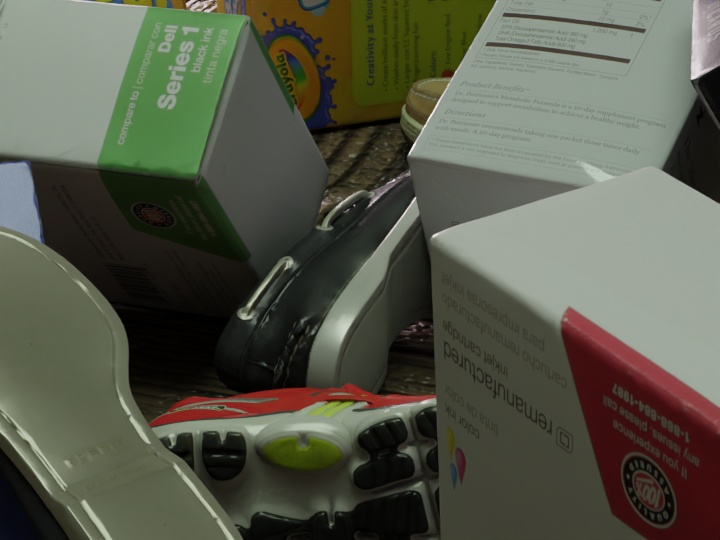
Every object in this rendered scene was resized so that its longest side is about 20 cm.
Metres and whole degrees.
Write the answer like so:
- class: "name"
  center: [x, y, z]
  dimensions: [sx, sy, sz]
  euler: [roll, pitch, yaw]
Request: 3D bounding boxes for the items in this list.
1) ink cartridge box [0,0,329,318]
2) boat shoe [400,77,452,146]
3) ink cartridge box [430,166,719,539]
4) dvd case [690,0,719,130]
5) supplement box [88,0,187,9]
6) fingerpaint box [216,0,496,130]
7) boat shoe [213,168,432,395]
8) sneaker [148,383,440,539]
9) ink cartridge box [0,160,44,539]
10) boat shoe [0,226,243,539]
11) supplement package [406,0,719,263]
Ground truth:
- class: "ink cartridge box"
  center: [-0.131, -0.052, 1.064]
  dimensions: [0.198, 0.146, 0.085]
  euler: [8, 67, 18]
- class: "boat shoe"
  center: [0.107, -0.081, 1.214]
  dimensions: [0.199, 0.077, 0.072]
  euler: [15, 29, 31]
- class: "ink cartridge box"
  center: [0.092, 0.092, 0.690]
  dimensions: [0.085, 0.202, 0.147]
  euler: [-15, 28, -27]
- class: "dvd case"
  center: [0.188, -0.024, 0.962]
  dimensions: [0.025, 0.201, 0.151]
  euler: [-28, 18, 19]
- class: "supplement box"
  center: [-0.138, -0.128, 1.262]
  dimensions: [0.066, 0.069, 0.200]
  euler: [-8, 6, -15]
- class: "fingerpaint box"
  center: [0.007, -0.187, 1.299]
  dimensions: [0.165, 0.202, 0.073]
  euler: [-10, 25, -17]
- class: "boat shoe"
  center: [0.000, 0.000, 1.055]
  dimensions: [0.060, 0.074, 0.200]
  euler: [13, 36, 18]
- class: "sneaker"
  center: [0.008, 0.068, 0.902]
  dimensions: [0.198, 0.078, 0.085]
  euler: [3, 20, 8]
- class: "ink cartridge box"
  center: [-0.204, 0.042, 0.878]
  dimensions: [0.198, 0.047, 0.199]
  euler: [-8, 61, -11]
- class: "boat shoe"
  center: [-0.106, 0.066, 0.849]
  dimensions: [0.072, 0.063, 0.200]
  euler: [-11, 49, -34]
- class: "supplement package"
  center: [0.115, -0.070, 1.068]
  dimensions: [0.109, 0.114, 0.201]
  euler: [11, 51, 24]
